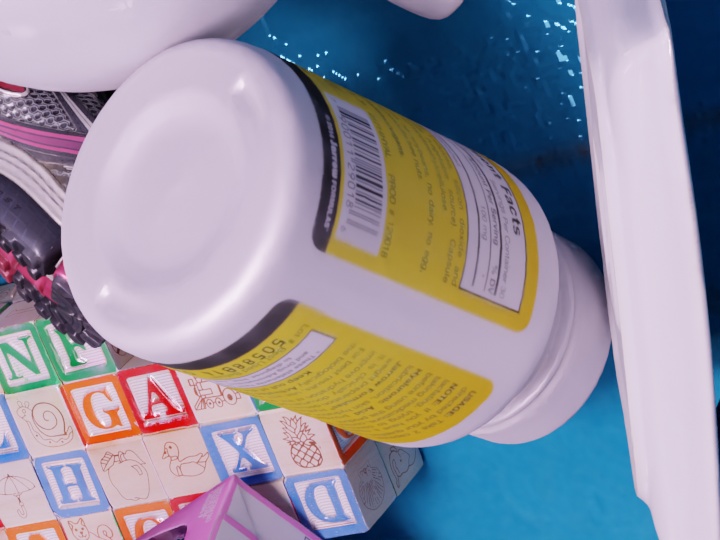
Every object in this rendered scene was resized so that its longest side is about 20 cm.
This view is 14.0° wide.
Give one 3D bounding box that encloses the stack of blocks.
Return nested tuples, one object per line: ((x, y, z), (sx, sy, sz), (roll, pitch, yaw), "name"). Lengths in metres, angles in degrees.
((-0.087, 0.056, 1.196), (0.199, 0.059, 0.116), (-12, 109, 31), "stack of blocks")

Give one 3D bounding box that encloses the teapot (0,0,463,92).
((-0.097, -0.137, 1.054), (0.200, 0.197, 0.146), (51, 171, 29), "teapot")

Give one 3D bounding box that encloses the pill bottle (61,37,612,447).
((0.000, 0.000, 1.034), (0.111, 0.200, 0.112), (-17, 64, 37), "pill bottle")

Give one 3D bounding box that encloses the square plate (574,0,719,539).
((0.094, -0.018, 0.984), (0.028, 0.198, 0.201), (-7, 113, 4), "square plate")

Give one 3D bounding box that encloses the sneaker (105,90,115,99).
((-0.100, -0.032, 1.159), (0.199, 0.060, 0.104), (-35, 90, 32), "sneaker")

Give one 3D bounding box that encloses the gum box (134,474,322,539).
((-0.026, 0.175, 1.174), (0.200, 0.066, 0.113), (39, 133, -19), "gum box")

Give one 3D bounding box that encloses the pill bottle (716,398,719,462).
((0.177, 0.065, 1.029), (0.111, 0.111, 0.201), (27, 123, 14), "pill bottle")

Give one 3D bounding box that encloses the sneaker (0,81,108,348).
((-0.136, -0.051, 1.104), (0.200, 0.075, 0.081), (39, 163, 27), "sneaker")
